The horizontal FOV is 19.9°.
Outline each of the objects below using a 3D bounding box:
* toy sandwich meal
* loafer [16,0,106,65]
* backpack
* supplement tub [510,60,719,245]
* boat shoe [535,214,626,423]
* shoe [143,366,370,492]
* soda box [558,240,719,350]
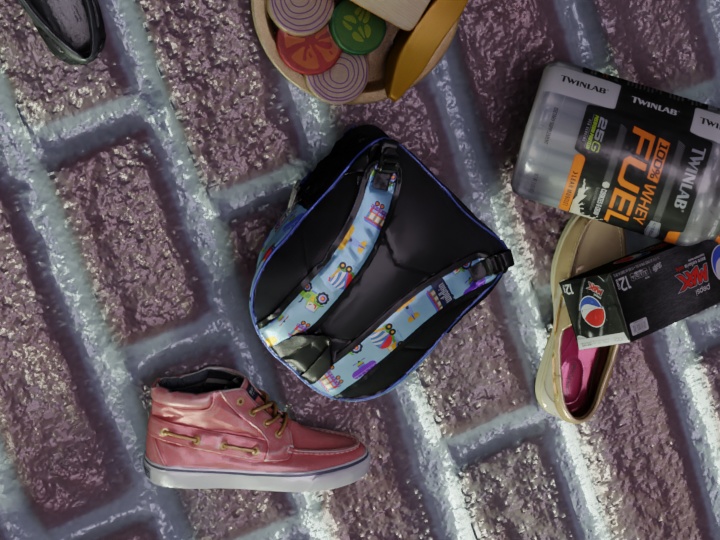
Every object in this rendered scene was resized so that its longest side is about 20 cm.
[{"bbox_3d":[0.008,-0.232,1.708,0.204,0.070,0.206,-4,105,-14],"label":"toy sandwich meal"},{"bbox_3d":[-0.258,-0.255,1.631,0.068,0.070,0.201,-28,110,-7],"label":"loafer"},{"bbox_3d":[0.000,0.000,1.733,0.182,0.135,0.200,42,90,-21],"label":"backpack"},{"bbox_3d":[0.237,-0.095,1.747,0.199,0.123,0.123,16,100,5],"label":"supplement tub"},{"bbox_3d":[0.207,0.042,1.834,0.073,0.069,0.201,4,103,-16],"label":"boat shoe"},{"bbox_3d":[-0.087,0.136,1.778,0.199,0.072,0.091,1,110,-11],"label":"shoe"},{"bbox_3d":[0.270,0.008,1.796,0.200,0.071,0.064,-20,94,-37],"label":"soda box"}]
